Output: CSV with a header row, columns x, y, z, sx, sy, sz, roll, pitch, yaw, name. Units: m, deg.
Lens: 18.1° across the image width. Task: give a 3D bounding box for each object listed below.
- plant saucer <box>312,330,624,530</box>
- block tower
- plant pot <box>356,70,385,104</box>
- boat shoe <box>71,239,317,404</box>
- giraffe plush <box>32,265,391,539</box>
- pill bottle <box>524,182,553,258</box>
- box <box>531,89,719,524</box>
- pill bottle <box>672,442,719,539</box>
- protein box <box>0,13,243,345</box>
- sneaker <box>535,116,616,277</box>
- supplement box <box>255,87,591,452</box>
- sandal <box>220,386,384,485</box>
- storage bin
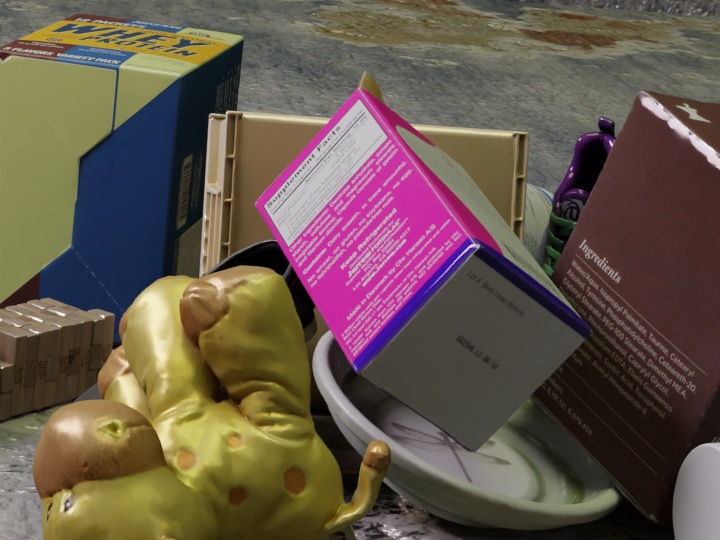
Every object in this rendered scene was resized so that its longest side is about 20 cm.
x,y,z,sx,sy,sz,roll,pitch,yaw,name
0.058,0.101,1.330,0.200,0.050,0.200,20,22,-8,plant saucer
-0.241,0.062,1.406,0.058,0.054,0.200,18,18,34,block tower
-0.022,-0.047,1.641,0.027,0.200,0.200,22,15,-3,plant pot
-0.105,0.047,1.330,0.074,0.063,0.201,14,37,40,boat shoe
-0.102,0.111,1.157,0.162,0.173,0.200,-21,64,-40,giraffe plush
0.092,-0.018,1.681,0.112,0.112,0.200,20,2,41,pill bottle
0.225,0.027,1.339,0.166,0.200,0.164,7,27,-36,box
0.278,0.133,1.236,0.200,0.112,0.112,0,16,-21,pill bottle
-0.178,-0.070,1.641,0.135,0.199,0.200,8,15,7,protein box
0.138,-0.006,1.543,0.074,0.200,0.088,9,-26,22,sneaker
0.031,-0.004,1.307,0.101,0.103,0.200,36,13,-34,supplement box
-0.063,0.091,1.364,0.200,0.055,0.082,6,15,-1,sandal
0.000,0.000,1.471,0.200,0.199,0.094,4,-2,-10,storage bin
